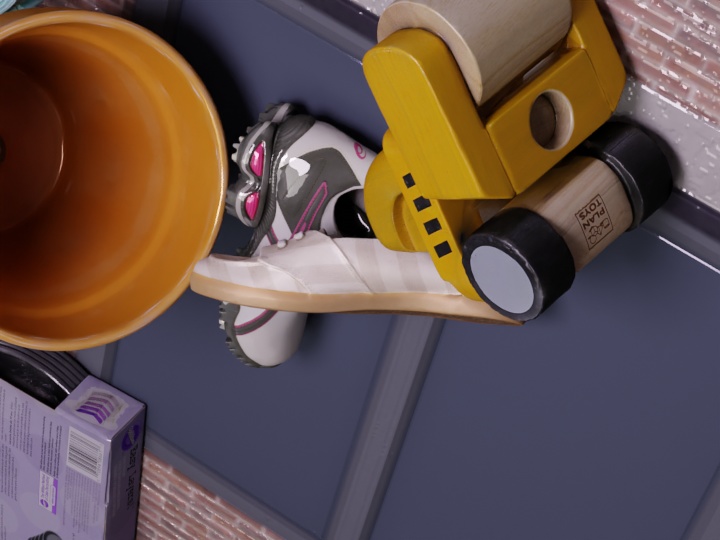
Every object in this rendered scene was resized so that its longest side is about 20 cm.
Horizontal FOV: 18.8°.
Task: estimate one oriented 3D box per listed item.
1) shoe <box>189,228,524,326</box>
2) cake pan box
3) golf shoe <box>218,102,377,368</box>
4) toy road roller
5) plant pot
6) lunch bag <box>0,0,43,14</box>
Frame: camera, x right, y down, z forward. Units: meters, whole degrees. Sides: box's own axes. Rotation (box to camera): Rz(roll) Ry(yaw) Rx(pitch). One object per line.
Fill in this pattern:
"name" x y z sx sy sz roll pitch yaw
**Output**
"shoe" 0.000 0.000 1.281 0.200 0.070 0.053 4 90 4
"cake pan box" -0.253 0.134 1.644 0.184 0.052 0.200 25 135 18
"golf shoe" -0.037 -0.007 1.341 0.088 0.077 0.200 19 135 13
"toy road roller" 0.059 -0.075 1.177 0.146 0.123 0.200 5 127 50
"plant pot" -0.208 -0.067 1.341 0.183 0.200 0.200 21 140 60
"lunch bag" -0.274 -0.214 1.347 0.200 0.077 0.160 -18 105 46
